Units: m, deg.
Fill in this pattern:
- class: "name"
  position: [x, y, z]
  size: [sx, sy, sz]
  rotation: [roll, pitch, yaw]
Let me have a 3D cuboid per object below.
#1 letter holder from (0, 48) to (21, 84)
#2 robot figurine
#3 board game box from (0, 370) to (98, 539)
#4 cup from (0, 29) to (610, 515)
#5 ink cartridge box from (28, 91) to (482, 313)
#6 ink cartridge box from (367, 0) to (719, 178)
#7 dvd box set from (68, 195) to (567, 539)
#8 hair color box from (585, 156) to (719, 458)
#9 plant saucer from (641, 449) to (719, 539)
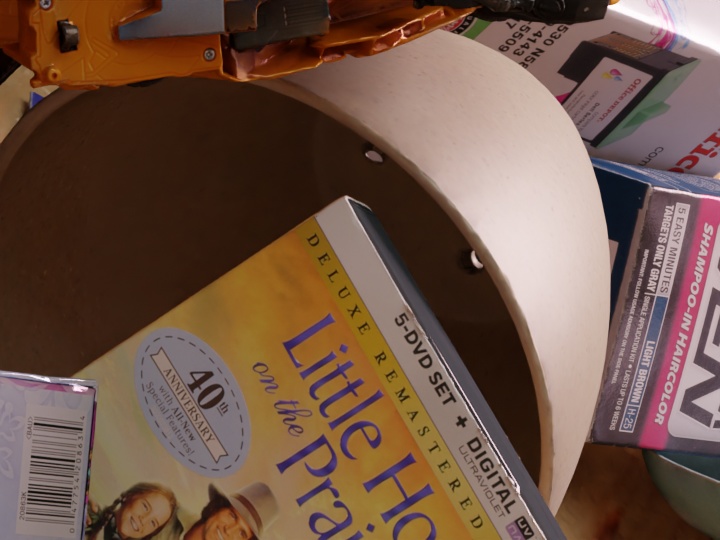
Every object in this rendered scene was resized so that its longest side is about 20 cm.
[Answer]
- class: "letter holder"
  position: [-0.200, -0.056, 0.800]
  size: [0.200, 0.142, 0.101]
  rotation: [29, 40, -26]
- class: "robot figurine"
  position: [-0.013, -0.091, 0.796]
  size: [0.200, 0.145, 0.058]
  rotation: [-12, 109, -23]
- class: "board game box"
  position: [-0.155, 0.114, 0.682]
  size: [0.199, 0.041, 0.200]
  rotation: [12, 81, -48]
- class: "cup"
  position: [0.000, 0.000, 0.900]
  size: [0.200, 0.200, 0.143]
  rotation: [48, 41, 0]
- class: "ink cartridge box"
  position: [-0.028, 0.003, 1.023]
  size: [0.200, 0.037, 0.095]
  rotation: [24, 43, -27]
- class: "ink cartridge box"
  position: [0.051, -0.084, 1.089]
  size: [0.200, 0.145, 0.084]
  rotation: [16, 47, -38]
- class: "dvd box set"
  position: [-0.047, 0.094, 0.782]
  size: [0.146, 0.200, 0.029]
  rotation: [60, 11, 14]
- class: "hair color box"
  position: [0.155, 0.020, 1.111]
  size: [0.200, 0.100, 0.060]
  rotation: [8, 9, -37]
- class: "plant saucer"
  position: [0.201, 0.098, 1.089]
  size: [0.200, 0.200, 0.027]
  rotation: [7, 96, -43]
